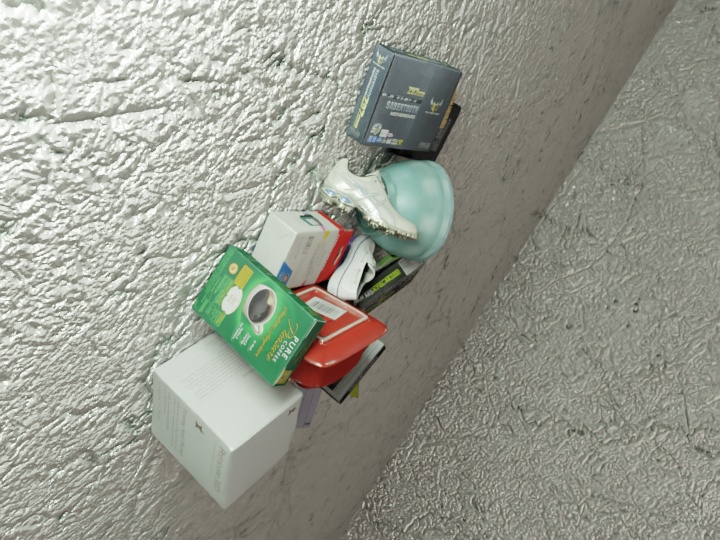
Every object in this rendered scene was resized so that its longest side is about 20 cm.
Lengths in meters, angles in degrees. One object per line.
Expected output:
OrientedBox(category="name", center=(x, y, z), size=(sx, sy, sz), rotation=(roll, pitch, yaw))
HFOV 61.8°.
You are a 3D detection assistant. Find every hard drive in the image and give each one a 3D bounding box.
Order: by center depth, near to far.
OrientedBox(category="hard drive", center=(0.139, -0.301, 1.264), size=(0.199, 0.033, 0.142), rotation=(-8, 129, -62))

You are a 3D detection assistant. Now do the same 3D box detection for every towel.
OrientedBox(category="towel", center=(0.051, 0.002, 1.408), size=(0.148, 0.031, 0.199), rotation=(-30, 172, -48))

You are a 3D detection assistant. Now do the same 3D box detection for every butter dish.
OrientedBox(category="butter dish", center=(-0.083, 0.134, 1.036), size=(0.198, 0.197, 0.152), rotation=(-23, 131, -50))

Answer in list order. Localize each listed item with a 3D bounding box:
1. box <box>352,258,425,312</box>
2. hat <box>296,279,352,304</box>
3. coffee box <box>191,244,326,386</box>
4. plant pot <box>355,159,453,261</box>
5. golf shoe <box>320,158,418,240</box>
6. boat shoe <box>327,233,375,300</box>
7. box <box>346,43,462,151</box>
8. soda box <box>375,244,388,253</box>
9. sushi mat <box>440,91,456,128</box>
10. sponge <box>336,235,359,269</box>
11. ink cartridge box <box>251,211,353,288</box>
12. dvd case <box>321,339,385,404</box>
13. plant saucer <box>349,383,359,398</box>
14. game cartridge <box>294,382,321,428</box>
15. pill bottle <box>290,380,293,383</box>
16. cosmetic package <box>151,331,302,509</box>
OrientedBox(category="box", center=(0.048, 0.045, 1.406), size=(0.198, 0.048, 0.193), rotation=(-35, 174, -13))
OrientedBox(category="hat", center=(-0.101, 0.102, 1.190), size=(0.198, 0.079, 0.207), rotation=(3, 86, -51))
OrientedBox(category="coffee box", center=(-0.159, 0.068, 0.926), size=(0.125, 0.198, 0.044), rotation=(-56, 157, 5))
OrientedBox(category="plant pot", center=(0.072, -0.126, 1.195), size=(0.131, 0.201, 0.204), rotation=(5, 123, -34))
OrientedBox(category="golf shoe", center=(0.029, -0.127, 1.077), size=(0.099, 0.196, 0.078), rotation=(-63, -170, -4))
OrientedBox(category="boat shoe", center=(0.000, 0.000, 1.214), size=(0.202, 0.065, 0.075), rotation=(-59, 156, -46))
OrientedBox(category="box", center=(0.080, -0.298, 1.064), size=(0.197, 0.051, 0.161), rotation=(-7, 127, -47))
OrientedBox(category="soda box", center=(0.093, -0.141, 1.355), size=(0.068, 0.063, 0.204), rotation=(-25, 144, -52))
OrientedBox(category="sushi mat", center=(0.109, -0.314, 1.140), size=(0.197, 0.012, 0.098), rotation=(-13, 131, -41))
OrientedBox(category="sponge", center=(-0.046, -0.017, 1.278), size=(0.199, 0.030, 0.114), rotation=(-9, 130, -62))
OrientedBox(category="ink cartridge box", center=(-0.102, -0.039, 1.075), size=(0.199, 0.067, 0.118), rotation=(-10, 132, -61))
OrientedBox(category="dvd case", center=(-0.066, 0.160, 1.256), size=(0.151, 0.198, 0.025), rotation=(-48, 150, -17))
OrientedBox(category="plant saucer", center=(-0.047, 0.165, 1.375), size=(0.046, 0.204, 0.202), rotation=(-10, 146, -9))
OrientedBox(category="game cartridge", center=(-0.161, 0.302, 1.388), size=(0.126, 0.039, 0.203), rotation=(3, 135, -18))
OrientedBox(category="pill bottle", center=(-0.190, 0.228, 1.204), size=(0.114, 0.113, 0.203), rotation=(-38, 153, -35))
OrientedBox(category="cosmetic package", center=(-0.230, 0.242, 1.024), size=(0.165, 0.198, 0.170), rotation=(-31, 148, -44))
